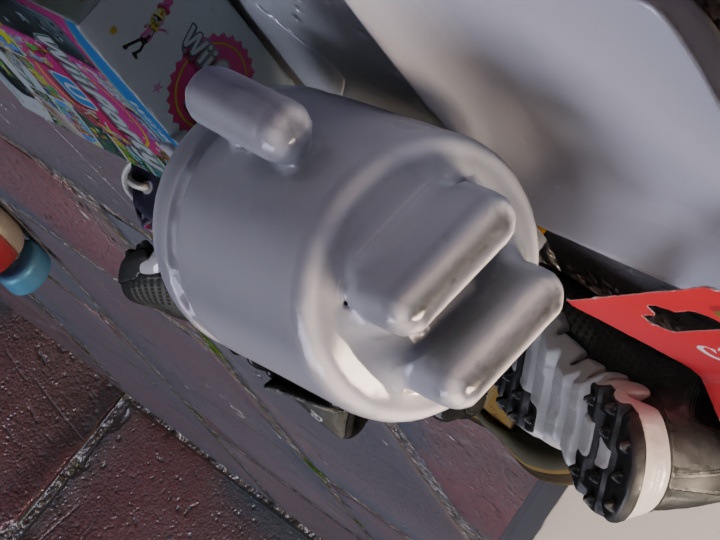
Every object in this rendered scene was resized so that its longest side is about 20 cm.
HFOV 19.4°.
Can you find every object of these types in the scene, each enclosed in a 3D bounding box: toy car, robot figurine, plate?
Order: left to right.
[{"bbox_3d":[-0.488,-0.007,2.359,0.177,0.200,0.184,28,165,45],"label":"toy car"},{"bbox_3d":[-0.008,-0.010,0.834,0.200,0.113,0.170,24,151,53],"label":"robot figurine"},{"bbox_3d":[0.081,-0.058,0.728,0.199,0.032,0.200,26,163,48],"label":"plate"}]

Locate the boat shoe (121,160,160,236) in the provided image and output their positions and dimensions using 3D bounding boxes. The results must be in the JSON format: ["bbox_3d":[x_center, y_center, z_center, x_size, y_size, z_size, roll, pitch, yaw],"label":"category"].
[{"bbox_3d":[-0.107,-0.075,1.113,0.200,0.093,0.075,37,169,10],"label":"boat shoe"}]

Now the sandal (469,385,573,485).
[{"bbox_3d":[0.097,0.056,1.067,0.200,0.080,0.054,28,144,60],"label":"sandal"}]

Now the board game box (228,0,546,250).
[{"bbox_3d":[-0.023,-0.102,0.909,0.200,0.026,0.200,28,164,47],"label":"board game box"}]

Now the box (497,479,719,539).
[{"bbox_3d":[0.153,0.155,1.166,0.124,0.098,0.200,34,168,4],"label":"box"}]

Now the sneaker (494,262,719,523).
[{"bbox_3d":[0.119,0.053,0.948,0.090,0.067,0.200,4,-158,-18],"label":"sneaker"}]

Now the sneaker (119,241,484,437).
[{"bbox_3d":[-0.025,0.030,0.970,0.199,0.091,0.066,5,-174,24],"label":"sneaker"}]

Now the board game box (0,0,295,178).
[{"bbox_3d":[-0.125,-0.115,0.965,0.200,0.064,0.148,27,163,44],"label":"board game box"}]

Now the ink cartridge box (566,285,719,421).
[{"bbox_3d":[0.178,0.071,0.789,0.200,0.050,0.161,25,172,-10],"label":"ink cartridge box"}]
